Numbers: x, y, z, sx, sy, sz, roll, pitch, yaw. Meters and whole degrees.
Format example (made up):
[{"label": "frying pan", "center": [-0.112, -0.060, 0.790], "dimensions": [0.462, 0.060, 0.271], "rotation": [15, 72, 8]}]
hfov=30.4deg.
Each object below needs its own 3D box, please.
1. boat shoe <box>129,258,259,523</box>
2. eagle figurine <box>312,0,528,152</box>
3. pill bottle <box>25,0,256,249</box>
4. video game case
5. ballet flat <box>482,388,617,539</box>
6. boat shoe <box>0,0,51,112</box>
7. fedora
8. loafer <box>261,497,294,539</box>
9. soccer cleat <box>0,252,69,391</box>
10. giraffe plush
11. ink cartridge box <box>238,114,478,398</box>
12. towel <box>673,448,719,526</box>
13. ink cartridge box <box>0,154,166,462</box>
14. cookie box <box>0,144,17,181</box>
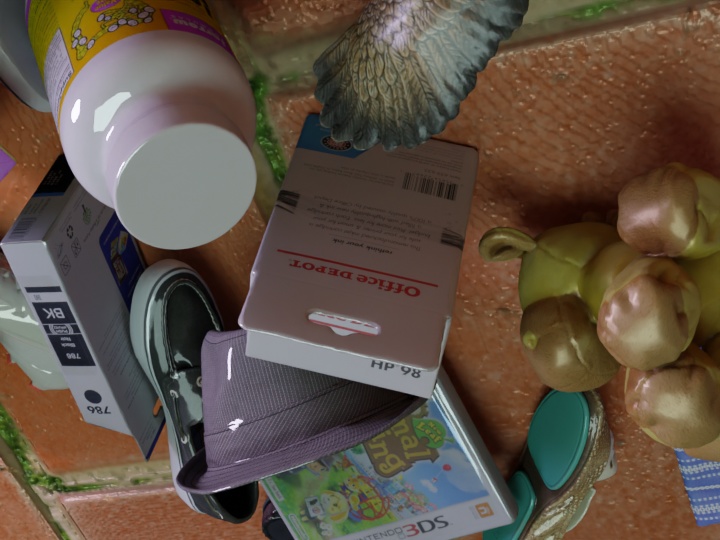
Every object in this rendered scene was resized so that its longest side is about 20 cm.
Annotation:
[{"label": "boat shoe", "center": [-0.108, 0.088, 0.935], "dimensions": [0.056, 0.068, 0.203], "rotation": [19, 128, 45]}, {"label": "eagle figurine", "center": [0.023, -0.171, 0.671], "dimensions": [0.152, 0.200, 0.151], "rotation": [42, 177, 17]}, {"label": "pill bottle", "center": [-0.116, -0.100, 0.715], "dimensions": [0.103, 0.201, 0.105], "rotation": [-13, 132, -15]}, {"label": "video game case", "center": [-0.005, 0.123, 0.976], "dimensions": [0.180, 0.022, 0.202], "rotation": [-21, 108, 28]}, {"label": "ballet flat", "center": [0.149, 0.148, 0.974], "dimensions": [0.064, 0.071, 0.201], "rotation": [-1, 138, -23]}, {"label": "boat shoe", "center": [-0.243, -0.175, 0.781], "dimensions": [0.065, 0.072, 0.201], "rotation": [-16, 125, 32]}, {"label": "fedora", "center": [-0.044, 0.068, 0.849], "dimensions": [0.175, 0.200, 0.092], "rotation": [-20, 89, 15]}, {"label": "loafer", "center": [0.009, 0.240, 1.072], "dimensions": [0.198, 0.063, 0.072], "rotation": [24, 131, -7]}, {"label": "soccer cleat", "center": [-0.259, 0.012, 0.946], "dimensions": [0.077, 0.070, 0.200], "rotation": [-27, 126, 27]}, {"label": "giraffe plush", "center": [0.157, 0.014, 0.795], "dimensions": [0.161, 0.201, 0.174], "rotation": [-6, 125, 40]}, {"label": "ink cartridge box", "center": [0.000, 0.000, 0.782], "dimensions": [0.114, 0.201, 0.067], "rotation": [13, 132, 3]}, {"label": "towel", "center": [0.285, 0.107, 0.924], "dimensions": [0.143, 0.024, 0.202], "rotation": [-9, 127, 21]}, {"label": "ink cartridge box", "center": [-0.178, 0.029, 0.915], "dimensions": [0.039, 0.100, 0.202], "rotation": [-3, 127, 18]}, {"label": "cookie box", "center": [-0.303, -0.100, 0.779], "dimensions": [0.171, 0.075, 0.200], "rotation": [45, 169, -23]}]
